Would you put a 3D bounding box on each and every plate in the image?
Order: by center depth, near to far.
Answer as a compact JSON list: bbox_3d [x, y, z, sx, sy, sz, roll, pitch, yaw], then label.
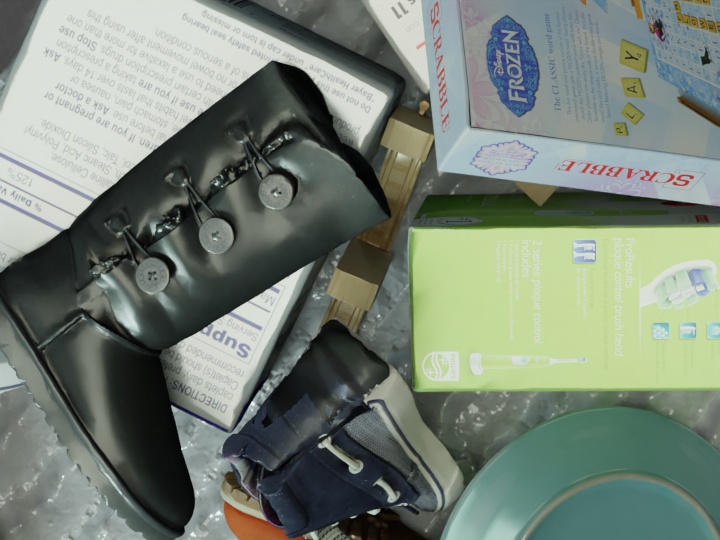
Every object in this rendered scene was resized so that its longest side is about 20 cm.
[{"bbox_3d":[0.133,0.173,1.103,0.199,0.026,0.201,-2,96,-19],"label":"plate"}]

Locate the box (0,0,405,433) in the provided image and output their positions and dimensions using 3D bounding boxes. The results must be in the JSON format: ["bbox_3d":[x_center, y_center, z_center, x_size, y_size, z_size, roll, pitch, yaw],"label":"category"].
[{"bbox_3d":[-0.100,-0.049,1.088,0.183,0.105,0.201,26,100,0],"label":"box"}]

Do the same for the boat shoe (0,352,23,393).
[{"bbox_3d":[-0.263,0.062,1.149,0.199,0.071,0.070,-6,126,3],"label":"boat shoe"}]

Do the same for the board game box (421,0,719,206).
[{"bbox_3d":[0.125,-0.130,0.981,0.198,0.041,0.201,7,60,-19],"label":"board game box"}]

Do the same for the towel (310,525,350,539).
[{"bbox_3d":[-0.031,0.267,1.064,0.192,0.034,0.201,-39,110,-24],"label":"towel"}]

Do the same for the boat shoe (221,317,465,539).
[{"bbox_3d":[-0.011,0.100,1.059,0.093,0.200,0.075,-45,61,-8],"label":"boat shoe"}]

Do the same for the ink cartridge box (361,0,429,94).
[{"bbox_3d":[0.050,-0.173,1.073,0.117,0.067,0.200,-34,94,9],"label":"ink cartridge box"}]

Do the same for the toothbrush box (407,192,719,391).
[{"bbox_3d":[0.127,0.008,1.055,0.199,0.146,0.087,1,99,6],"label":"toothbrush box"}]

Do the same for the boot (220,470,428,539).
[{"bbox_3d":[0.001,0.185,1.135,0.199,0.075,0.108,28,105,-1],"label":"boot"}]

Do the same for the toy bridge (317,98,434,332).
[{"bbox_3d":[0.000,0.000,1.104,0.027,0.067,0.201,22,108,2],"label":"toy bridge"}]

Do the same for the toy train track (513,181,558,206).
[{"bbox_3d":[0.087,-0.112,1.031,0.200,0.033,0.115,42,94,-13],"label":"toy train track"}]

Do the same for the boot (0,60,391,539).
[{"bbox_3d":[-0.068,0.017,1.017,0.200,0.066,0.165,-35,97,5],"label":"boot"}]
